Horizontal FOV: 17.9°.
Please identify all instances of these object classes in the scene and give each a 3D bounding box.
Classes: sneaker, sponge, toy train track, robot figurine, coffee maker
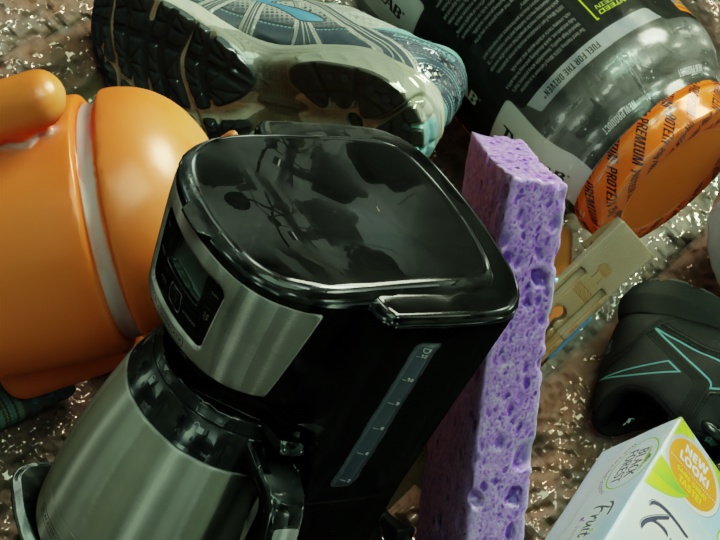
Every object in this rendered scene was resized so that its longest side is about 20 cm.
[{"bbox_3d":[-0.040,-0.099,1.117,0.199,0.078,0.086,20,35,22],"label":"sneaker"},{"bbox_3d":[0.056,0.047,0.997,0.030,0.112,0.201,6,101,-8],"label":"sponge"},{"bbox_3d":[0.055,0.051,1.072,0.200,0.033,0.115,-44,104,3],"label":"toy train track"},{"bbox_3d":[0.198,0.062,1.096,0.079,0.199,0.075,-57,130,-22],"label":"sneaker"},{"bbox_3d":[-0.141,-0.013,0.988,0.199,0.117,0.145,-12,97,4],"label":"robot figurine"},{"bbox_3d":[-0.027,0.043,0.936,0.135,0.201,0.192,41,33,16],"label":"coffee maker"}]

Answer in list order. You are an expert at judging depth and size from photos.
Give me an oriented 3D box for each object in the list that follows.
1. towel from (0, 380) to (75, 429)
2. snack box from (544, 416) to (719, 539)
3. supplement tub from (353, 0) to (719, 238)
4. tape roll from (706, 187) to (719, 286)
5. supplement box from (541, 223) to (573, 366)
[{"bbox_3d":[-0.246,0.033,1.023,0.199,0.022,0.147,-23,76,-30],"label":"towel"},{"bbox_3d":[0.122,0.172,0.937,0.143,0.053,0.200,55,36,-9],"label":"snack box"},{"bbox_3d":[0.093,-0.116,1.142,0.122,0.123,0.200,-26,64,-29],"label":"supplement tub"},{"bbox_3d":[0.277,-0.016,1.133,0.202,0.203,0.071,30,58,-4],"label":"tape roll"},{"bbox_3d":[0.000,0.000,1.103,0.199,0.067,0.069,12,64,-14],"label":"supplement box"}]
